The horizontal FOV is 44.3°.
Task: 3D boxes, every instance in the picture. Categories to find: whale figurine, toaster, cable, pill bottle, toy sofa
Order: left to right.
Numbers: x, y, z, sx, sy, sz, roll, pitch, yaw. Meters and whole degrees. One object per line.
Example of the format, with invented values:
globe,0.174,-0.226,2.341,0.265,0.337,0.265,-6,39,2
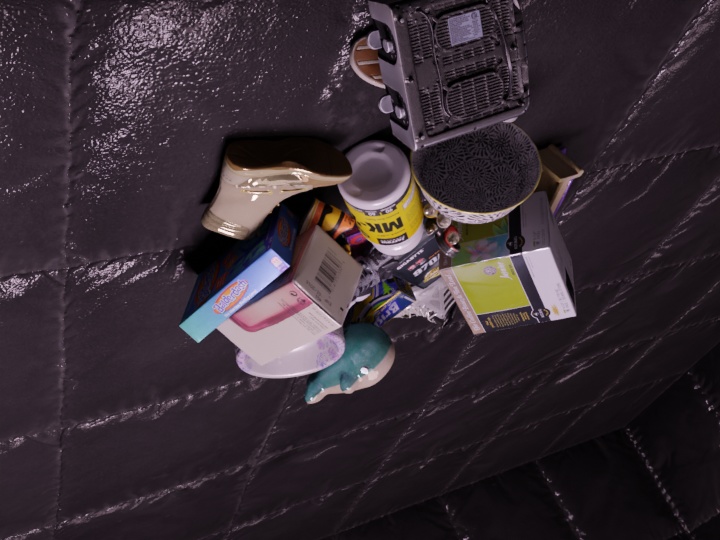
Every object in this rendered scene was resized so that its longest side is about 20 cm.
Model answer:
whale figurine,-0.033,0.174,1.690,0.199,0.159,0.104,-30,111,15
pill bottle,0.039,-0.108,1.398,0.113,0.115,0.200,-28,153,1
cable,0.141,-0.089,1.451,0.050,0.097,0.200,-36,-168,22
toaster,0.114,-0.270,1.099,0.198,0.119,0.183,-20,116,-14
toy sofa,0.334,-0.126,1.623,0.097,0.083,0.201,-18,142,-35

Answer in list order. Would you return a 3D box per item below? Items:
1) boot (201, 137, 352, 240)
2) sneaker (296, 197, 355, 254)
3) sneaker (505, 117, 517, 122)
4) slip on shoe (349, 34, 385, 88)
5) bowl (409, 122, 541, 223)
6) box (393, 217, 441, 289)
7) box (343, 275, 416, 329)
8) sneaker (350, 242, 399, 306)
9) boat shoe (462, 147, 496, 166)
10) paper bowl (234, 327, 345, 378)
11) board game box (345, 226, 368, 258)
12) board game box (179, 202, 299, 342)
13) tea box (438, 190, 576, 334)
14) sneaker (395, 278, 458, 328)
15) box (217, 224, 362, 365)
boot,-0.123,-0.114,1.285,0.198,0.073,0.156,-5,145,-33
sneaker,-0.063,-0.027,1.425,0.089,0.070,0.201,20,139,0
sneaker,0.142,-0.234,1.329,0.198,0.071,0.099,3,142,-36
slip on shoe,0.075,-0.282,1.189,0.198,0.077,0.061,-8,-170,-19
bowl,0.172,-0.140,1.362,0.199,0.202,0.095,-20,150,-14
box,0.153,-0.054,1.668,0.199,0.046,0.159,-37,152,17
box,0.009,0.082,1.751,0.199,0.065,0.070,-37,147,19
sneaker,0.000,0.000,1.511,0.114,0.076,0.200,-44,172,14
boat shoe,0.217,-0.152,1.501,0.076,0.071,0.200,-66,156,-12
paper bowl,-0.132,0.110,1.606,0.198,0.105,0.201,-9,152,-5
board game box,-0.042,-0.009,1.593,0.119,0.032,0.201,-27,153,-11
board game box,-0.183,0.001,1.355,0.200,0.153,0.045,-39,112,20
tea box,0.257,-0.009,1.549,0.195,0.135,0.201,-12,138,20
sneaker,0.116,0.076,1.784,0.199,0.116,0.076,-30,153,6
box,-0.112,0.040,1.366,0.199,0.129,0.109,-28,120,39
